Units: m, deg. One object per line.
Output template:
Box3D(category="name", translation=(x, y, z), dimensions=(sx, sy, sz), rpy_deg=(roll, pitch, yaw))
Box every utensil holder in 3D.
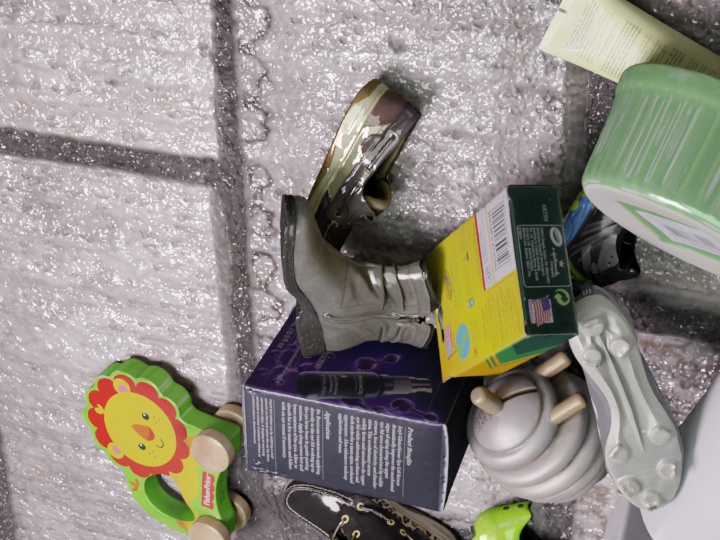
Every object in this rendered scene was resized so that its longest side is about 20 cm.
Box3D(category="utensil holder", translation=(0.358, 0.165, 1.168), dimensions=(0.170, 0.170, 0.200), rpy_deg=(27, 128, 2))

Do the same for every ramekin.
Box3D(category="ramekin", translation=(0.267, -0.066, 1.027), dimensions=(0.200, 0.200, 0.098), rpy_deg=(28, 87, 2))

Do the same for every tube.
Box3D(category="tube", translation=(0.246, -0.164, 1.081), dimensions=(0.200, 0.052, 0.058), rpy_deg=(28, 86, 6))

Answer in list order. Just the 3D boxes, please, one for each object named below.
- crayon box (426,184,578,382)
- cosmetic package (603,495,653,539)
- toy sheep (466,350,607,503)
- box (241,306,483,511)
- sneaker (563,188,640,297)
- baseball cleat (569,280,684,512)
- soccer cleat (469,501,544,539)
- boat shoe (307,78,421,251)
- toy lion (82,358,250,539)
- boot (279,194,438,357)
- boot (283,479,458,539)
Box3D(category="crayon box", translation=(0.116, 0.016, 1.158), dimensions=(0.051, 0.127, 0.200), rpy_deg=(-1, 166, -18))
Box3D(category="cosmetic package", translation=(0.273, 0.297, 1.258), dimensions=(0.101, 0.200, 0.074), rpy_deg=(24, 125, 5))
Box3D(category="toy sheep", translation=(0.167, 0.147, 1.246), dimensions=(0.138, 0.138, 0.200), rpy_deg=(-27, 133, 31))
Box3D(category="box", translation=(0.005, 0.127, 1.286), dimensions=(0.199, 0.148, 0.105), rpy_deg=(9, 122, 14))
Box3D(category="sneaker", translation=(0.198, -0.004, 1.179), dimensions=(0.083, 0.071, 0.200), rpy_deg=(34, 123, 5))
Box3D(category="baseball cleat", translation=(0.230, 0.102, 1.159), dimensions=(0.070, 0.106, 0.200), rpy_deg=(-13, 109, 15))
Box3D(category="soccer cleat", translation=(0.182, 0.327, 1.397), dimensions=(0.081, 0.068, 0.200), rpy_deg=(-21, 111, 16))
Box3D(category="boat shoe", translation=(-0.004, -0.072, 1.208), dimensions=(0.065, 0.073, 0.200), rpy_deg=(30, 126, 13))
Box3D(category="toy lion", translation=(-0.213, 0.194, 1.466), dimensions=(0.191, 0.069, 0.200), rpy_deg=(18, 125, 18))
Box3D(category="boot", translation=(0.000, 0.000, 1.204), dimensions=(0.130, 0.068, 0.200), rpy_deg=(-7, 139, 4))
Box3D(category="boot", translation=(-0.005, 0.297, 1.391), dimensions=(0.200, 0.151, 0.073), rpy_deg=(27, 126, 3))
